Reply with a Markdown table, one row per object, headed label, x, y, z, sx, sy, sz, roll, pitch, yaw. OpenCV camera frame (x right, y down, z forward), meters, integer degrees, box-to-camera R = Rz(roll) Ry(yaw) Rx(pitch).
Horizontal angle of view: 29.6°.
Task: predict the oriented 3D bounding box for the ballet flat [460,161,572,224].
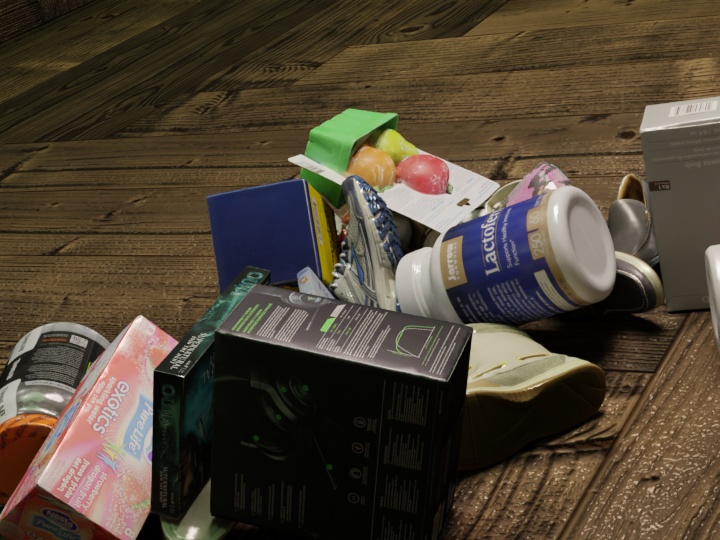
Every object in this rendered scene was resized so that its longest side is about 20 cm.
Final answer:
| label | x | y | z | sx | sy | sz | roll | pitch | yaw |
| --- | --- | --- | --- | --- | --- | --- | --- | --- | --- |
| ballet flat | 0.145 | -0.041 | 1.475 | 0.200 | 0.069 | 0.071 | -43 | 48 | 19 |

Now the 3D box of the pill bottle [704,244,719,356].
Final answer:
| label | x | y | z | sx | sy | sz | roll | pitch | yaw |
| --- | --- | --- | --- | --- | --- | --- | --- | --- | --- |
| pill bottle | 0.417 | 0.018 | 1.226 | 0.199 | 0.111 | 0.111 | -9 | 22 | 11 |

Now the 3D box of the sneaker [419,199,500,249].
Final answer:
| label | x | y | z | sx | sy | sz | roll | pitch | yaw |
| --- | --- | --- | --- | --- | --- | --- | --- | --- | --- |
| sneaker | 0.167 | -0.030 | 1.527 | 0.199 | 0.076 | 0.115 | -10 | 20 | 1 |

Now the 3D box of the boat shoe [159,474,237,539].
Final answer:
| label | x | y | z | sx | sy | sz | roll | pitch | yaw |
| --- | --- | --- | --- | --- | --- | --- | --- | --- | --- |
| boat shoe | -0.135 | 0.194 | 1.181 | 0.071 | 0.061 | 0.201 | 13 | 26 | -3 |

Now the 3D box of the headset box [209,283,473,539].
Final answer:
| label | x | y | z | sx | sy | sz | roll | pitch | yaw |
| --- | --- | --- | --- | --- | --- | --- | --- | --- | --- |
| headset box | -0.024 | 0.120 | 1.081 | 0.199 | 0.175 | 0.093 | 10 | 27 | 14 |

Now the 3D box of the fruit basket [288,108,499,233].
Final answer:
| label | x | y | z | sx | sy | sz | roll | pitch | yaw |
| --- | --- | --- | --- | --- | --- | --- | --- | --- | --- |
| fruit basket | 0.039 | -0.104 | 1.550 | 0.199 | 0.094 | 0.185 | 30 | 30 | 12 |

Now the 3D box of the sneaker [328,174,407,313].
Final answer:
| label | x | y | z | sx | sy | sz | roll | pitch | yaw |
| --- | --- | --- | --- | --- | --- | --- | --- | --- | --- |
| sneaker | 0.000 | 0.000 | 1.413 | 0.085 | 0.201 | 0.077 | -17 | -12 | 15 |

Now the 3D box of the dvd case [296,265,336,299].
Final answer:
| label | x | y | z | sx | sy | sz | roll | pitch | yaw |
| --- | --- | --- | --- | --- | --- | --- | --- | --- | --- |
| dvd case | -0.006 | 0.086 | 1.266 | 0.018 | 0.143 | 0.200 | -36 | 21 | 7 |

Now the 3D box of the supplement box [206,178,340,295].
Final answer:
| label | x | y | z | sx | sy | sz | roll | pitch | yaw |
| --- | --- | --- | --- | --- | --- | --- | --- | --- | --- |
| supplement box | -0.087 | -0.022 | 1.494 | 0.108 | 0.110 | 0.200 | -10 | -8 | 7 |

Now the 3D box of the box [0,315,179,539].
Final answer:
| label | x | y | z | sx | sy | sz | roll | pitch | yaw |
| --- | --- | --- | --- | --- | --- | --- | --- | --- | --- |
| box | -0.213 | 0.151 | 1.166 | 0.103 | 0.095 | 0.200 | -43 | 16 | 42 |

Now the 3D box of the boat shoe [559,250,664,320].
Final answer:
| label | x | y | z | sx | sy | sz | roll | pitch | yaw |
| --- | --- | --- | --- | --- | --- | --- | --- | --- | --- |
| boat shoe | 0.221 | 0.019 | 1.394 | 0.065 | 0.072 | 0.200 | -32 | 25 | -29 |

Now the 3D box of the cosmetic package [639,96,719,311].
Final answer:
| label | x | y | z | sx | sy | sz | roll | pitch | yaw |
| --- | --- | --- | --- | --- | --- | --- | --- | --- | --- |
| cosmetic package | 0.344 | -0.066 | 1.355 | 0.106 | 0.201 | 0.090 | -7 | 21 | 20 |

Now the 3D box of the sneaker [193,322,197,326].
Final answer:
| label | x | y | z | sx | sy | sz | roll | pitch | yaw |
| --- | --- | --- | --- | --- | --- | --- | --- | --- | --- |
| sneaker | -0.075 | 0.078 | 1.443 | 0.199 | 0.070 | 0.082 | -14 | 48 | -11 |

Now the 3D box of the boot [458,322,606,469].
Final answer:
| label | x | y | z | sx | sy | sz | roll | pitch | yaw |
| --- | --- | --- | --- | --- | --- | --- | --- | --- | --- |
| boot | 0.100 | 0.108 | 1.241 | 0.199 | 0.072 | 0.155 | -16 | 22 | -21 |

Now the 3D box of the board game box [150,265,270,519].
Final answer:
| label | x | y | z | sx | sy | sz | roll | pitch | yaw |
| --- | --- | --- | --- | --- | --- | --- | --- | --- | --- |
| board game box | -0.123 | 0.098 | 1.151 | 0.028 | 0.136 | 0.200 | 12 | 27 | 13 |

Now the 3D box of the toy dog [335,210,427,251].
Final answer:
| label | x | y | z | sx | sy | sz | roll | pitch | yaw |
| --- | --- | --- | --- | --- | --- | --- | --- | --- | --- |
| toy dog | -0.005 | -0.064 | 1.676 | 0.199 | 0.097 | 0.132 | 2 | 26 | 32 |

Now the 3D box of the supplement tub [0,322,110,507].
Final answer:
| label | x | y | z | sx | sy | sz | roll | pitch | yaw |
| --- | --- | --- | --- | --- | --- | --- | --- | --- | --- |
| supplement tub | -0.297 | 0.142 | 1.310 | 0.122 | 0.123 | 0.200 | -12 | 21 | 2 |

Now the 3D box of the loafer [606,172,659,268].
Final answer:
| label | x | y | z | sx | sy | sz | roll | pitch | yaw |
| --- | --- | --- | --- | --- | --- | --- | --- | --- | --- |
| loafer | 0.288 | -0.042 | 1.473 | 0.073 | 0.072 | 0.200 | -27 | 12 | 25 |

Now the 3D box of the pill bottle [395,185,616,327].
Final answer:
| label | x | y | z | sx | sy | sz | roll | pitch | yaw |
| --- | --- | --- | --- | --- | --- | --- | --- | --- | --- |
| pill bottle | 0.140 | 0.000 | 1.346 | 0.199 | 0.116 | 0.116 | -20 | 15 | 33 |
